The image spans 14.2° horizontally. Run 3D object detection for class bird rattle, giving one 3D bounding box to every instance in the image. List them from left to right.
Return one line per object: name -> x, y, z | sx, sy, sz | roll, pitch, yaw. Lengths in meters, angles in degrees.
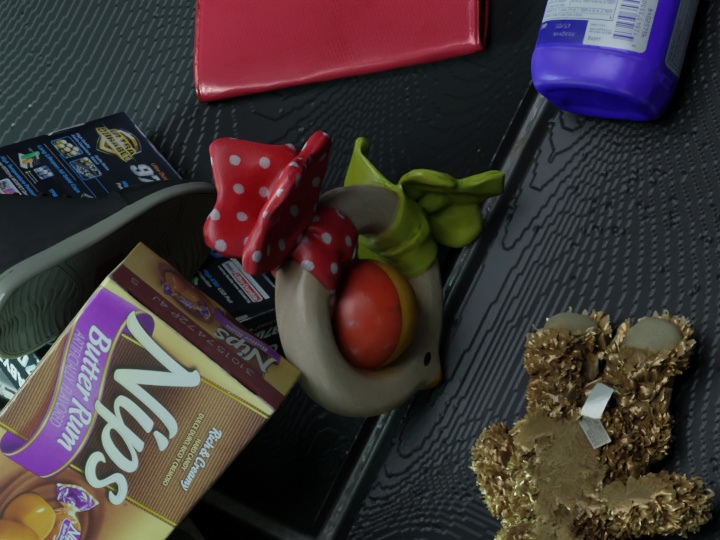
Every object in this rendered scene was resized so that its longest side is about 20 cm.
bird rattle -> 0.000, 0.000, 1.603 | 0.113, 0.200, 0.163 | -5, 93, 30

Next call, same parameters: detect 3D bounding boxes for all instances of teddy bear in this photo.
teddy bear -> 0.122, 0.109, 1.564 | 0.145, 0.067, 0.200 | -10, 60, 17

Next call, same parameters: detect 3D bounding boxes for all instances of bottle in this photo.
bottle -> 0.158, -0.186, 1.645 | 0.083, 0.065, 0.200 | 7, 75, 32

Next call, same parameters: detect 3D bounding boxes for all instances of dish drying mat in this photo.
dish drying mat -> -0.013, -0.152, 1.764 | 0.200, 0.018, 0.077 | -8, 69, 27

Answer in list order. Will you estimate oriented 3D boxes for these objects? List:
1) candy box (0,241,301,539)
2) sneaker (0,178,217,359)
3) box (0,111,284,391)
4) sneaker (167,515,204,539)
candy box -> -0.138, 0.095, 1.588 | 0.117, 0.056, 0.200 | 40, 118, -2
sneaker -> -0.172, -0.024, 1.645 | 0.106, 0.200, 0.075 | 30, 124, 29
box -> -0.161, -0.003, 1.719 | 0.200, 0.159, 0.046 | 48, 143, 34
sneaker -> -0.153, 0.136, 1.704 | 0.099, 0.078, 0.200 | -28, 59, 23
